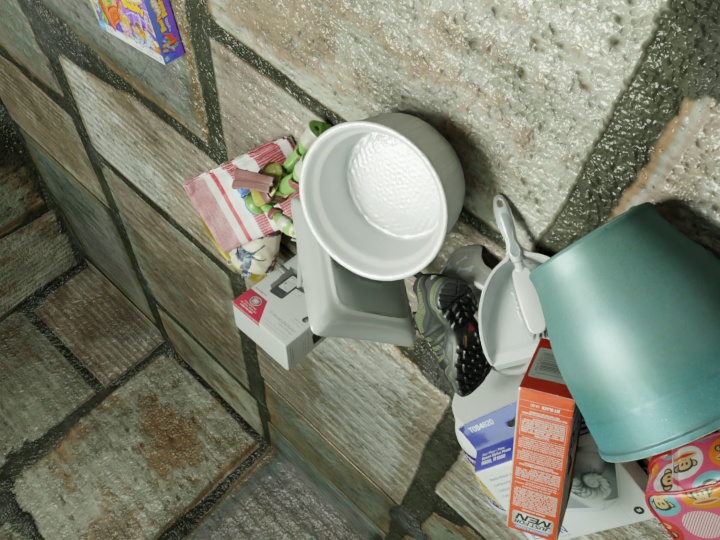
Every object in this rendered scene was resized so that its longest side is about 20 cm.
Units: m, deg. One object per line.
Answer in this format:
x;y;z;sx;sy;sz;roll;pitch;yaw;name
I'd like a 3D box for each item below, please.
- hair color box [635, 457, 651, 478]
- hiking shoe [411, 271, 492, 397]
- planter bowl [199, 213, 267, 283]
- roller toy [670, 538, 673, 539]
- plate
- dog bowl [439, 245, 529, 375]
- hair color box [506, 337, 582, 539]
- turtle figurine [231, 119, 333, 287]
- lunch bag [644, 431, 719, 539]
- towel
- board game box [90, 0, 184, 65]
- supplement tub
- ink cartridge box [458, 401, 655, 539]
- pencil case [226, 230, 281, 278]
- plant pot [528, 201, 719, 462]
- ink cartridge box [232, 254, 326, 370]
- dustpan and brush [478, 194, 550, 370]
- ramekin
0.377;0.208;0.788;0.200;0.061;0.099;57;153;-15;hair color box
0.121;0.082;0.883;0.101;0.076;0.200;32;144;53;hiking shoe
-0.232;-0.077;1.307;0.200;0.083;0.201;35;151;23;planter bowl
0.476;0.391;0.794;0.183;0.140;0.200;49;154;-25;roller toy
0.000;0.000;0.885;0.032;0.200;0.200;-30;61;38;plate
0.182;0.062;0.892;0.200;0.059;0.200;36;150;24;dog bowl
0.218;0.194;0.740;0.064;0.111;0.200;11;119;24;hair color box
-0.080;-0.119;0.975;0.200;0.144;0.194;49;139;-1;turtle figurine
0.430;0.255;0.678;0.176;0.082;0.200;49;129;-8;lunch bag
-0.176;-0.124;1.068;0.023;0.200;0.144;-95;-20;-61;towel
-0.395;-0.453;1.092;0.200;0.045;0.135;34;150;28;board game box
0.232;0.265;0.989;0.145;0.145;0.200;12;137;50;supplement tub
0.255;0.263;0.848;0.200;0.041;0.200;-37;94;38;ink cartridge box
-0.182;-0.088;1.143;0.078;0.089;0.200;-128;44;-52;pencil case
0.265;0.047;0.609;0.188;0.200;0.200;59;156;11;plant pot
-0.112;0.062;1.185;0.145;0.200;0.083;35;147;25;ink cartridge box
0.195;0.008;0.770;0.057;0.139;0.200;22;-128;-73;dustpan and brush
0.032;-0.098;0.796;0.200;0.098;0.201;14;122;24;ramekin
